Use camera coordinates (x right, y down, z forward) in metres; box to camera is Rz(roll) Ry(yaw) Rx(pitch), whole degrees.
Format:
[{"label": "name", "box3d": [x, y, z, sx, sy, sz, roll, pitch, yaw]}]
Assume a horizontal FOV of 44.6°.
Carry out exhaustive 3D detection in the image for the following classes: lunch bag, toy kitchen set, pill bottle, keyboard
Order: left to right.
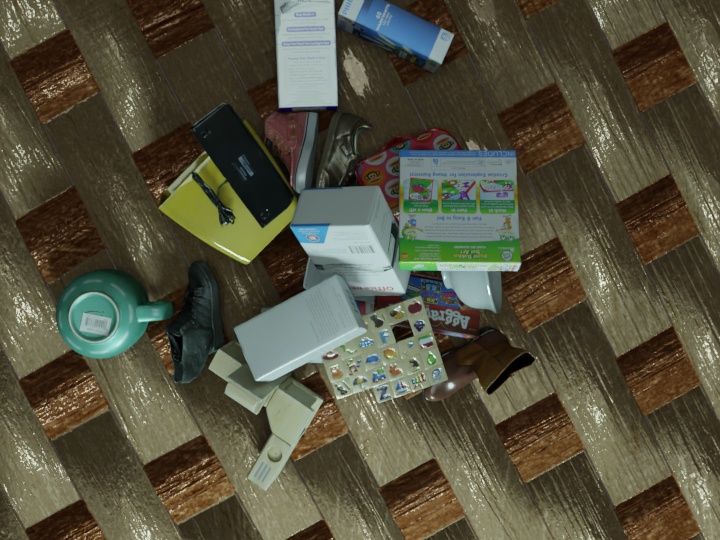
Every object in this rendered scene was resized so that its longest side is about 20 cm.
[{"label": "keyboard", "box3d": [-0.204, -0.152, 1.401, 0.127, 0.021, 0.201, -39, 113, -9]}, {"label": "toy kitchen set", "box3d": [-0.205, 0.260, 1.534, 0.199, 0.163, 0.182, 33, 104, 7]}, {"label": "pill bottle", "box3d": [-0.079, 0.108, 1.563, 0.197, 0.112, 0.114, 3, 93, -4]}, {"label": "lunch bag", "box3d": [0.092, -0.166, 1.544, 0.198, 0.082, 0.177, -24, 57, -9]}]

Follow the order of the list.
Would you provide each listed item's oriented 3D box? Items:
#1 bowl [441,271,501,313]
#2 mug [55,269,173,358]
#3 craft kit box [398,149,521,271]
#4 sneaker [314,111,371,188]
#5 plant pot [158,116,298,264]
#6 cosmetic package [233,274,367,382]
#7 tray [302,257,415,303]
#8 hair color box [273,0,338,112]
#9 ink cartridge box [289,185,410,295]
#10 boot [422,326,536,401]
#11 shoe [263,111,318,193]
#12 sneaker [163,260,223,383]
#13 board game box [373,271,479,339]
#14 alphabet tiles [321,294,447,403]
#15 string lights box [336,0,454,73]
[{"label": "bowl", "box3d": [0.190, -0.021, 1.544, 0.089, 0.201, 0.204, -6, 93, 15]}, {"label": "mug", "box3d": [-0.441, 0.067, 1.539, 0.184, 0.114, 0.153, -35, 94, -1]}, {"label": "craft kit box", "box3d": [0.160, -0.099, 1.437, 0.197, 0.049, 0.200, 1, 69, 2]}, {"label": "sneaker", "box3d": [-0.033, -0.181, 1.567, 0.074, 0.070, 0.203, 11, 91, 8]}, {"label": "plant pot", "box3d": [-0.213, -0.129, 1.512, 0.200, 0.200, 0.176, -45, 106, 0]}, {"label": "cosmetic package", "box3d": [-0.099, 0.099, 1.467, 0.198, 0.074, 0.103, -26, 76, 7]}, {"label": "tray", "box3d": [0.000, 0.000, 1.607, 0.197, 0.022, 0.109, 12, 91, -4]}, {"label": "hair color box", "box3d": [-0.096, -0.388, 1.561, 0.108, 0.065, 0.203, -2, 95, -2]}, {"label": "ink cartridge box", "box3d": [-0.010, -0.046, 1.473, 0.143, 0.201, 0.085, 0, 55, 24]}, {"label": "boot", "box3d": [0.203, 0.188, 1.537, 0.187, 0.200, 0.069, -33, 104, -2]}, {"label": "shoe", "box3d": [-0.125, -0.207, 1.521, 0.090, 0.202, 0.072, 3, 135, 1]}, {"label": "sneaker", "box3d": [-0.301, 0.090, 1.553, 0.103, 0.060, 0.203, -15, 99, -43]}, {"label": "board game box", "box3d": [0.121, 0.059, 1.581, 0.197, 0.019, 0.104, 10, 68, -14]}, {"label": "alphabet tiles", "box3d": [0.036, 0.149, 1.521, 0.197, 0.008, 0.169, -19, 110, 3]}, {"label": "string lights box", "box3d": [0.059, -0.425, 1.548, 0.198, 0.103, 0.060, 24, 92, -4]}]
